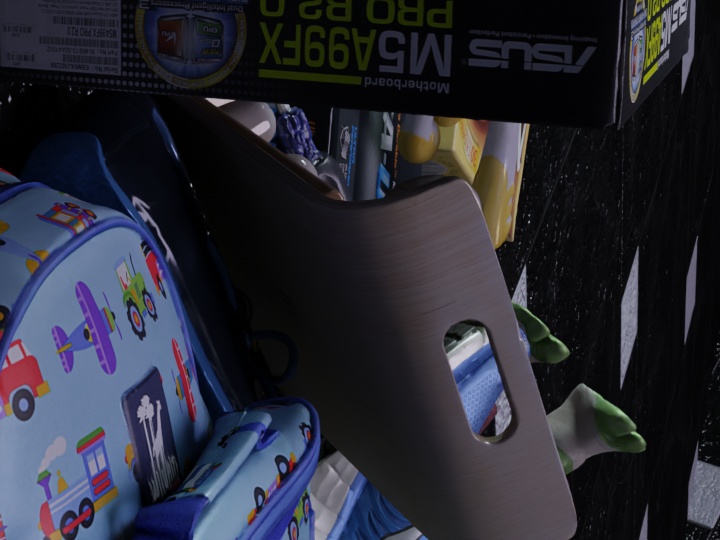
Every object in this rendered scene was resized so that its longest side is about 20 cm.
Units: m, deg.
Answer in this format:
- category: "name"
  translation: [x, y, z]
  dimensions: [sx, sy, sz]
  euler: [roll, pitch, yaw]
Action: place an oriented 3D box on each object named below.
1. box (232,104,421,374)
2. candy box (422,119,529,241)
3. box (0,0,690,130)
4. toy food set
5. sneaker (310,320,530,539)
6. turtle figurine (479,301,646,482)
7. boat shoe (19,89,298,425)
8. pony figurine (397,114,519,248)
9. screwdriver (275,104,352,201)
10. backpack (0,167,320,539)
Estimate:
- category: "box"
  translation: [-0.011, -0.053, 0.867]
  dimensions: [0.159, 0.046, 0.202]
  euler: [0, 95, -74]
- category: "candy box"
  translation: [0.055, -0.096, 1.077]
  dimensions: [0.200, 0.056, 0.118]
  euler: [42, 55, -70]
- category: "box"
  translation: [0.001, -0.088, 0.616]
  dimensions: [0.160, 0.198, 0.045]
  euler: [-40, 134, -69]
- category: "toy food set"
  translation: [0.000, 0.000, 0.672]
  dimensions: [0.200, 0.060, 0.144]
  euler: [38, -27, 56]
- category: "sneaker"
  translation: [0.006, 0.099, 0.766]
  dimensions: [0.089, 0.078, 0.200]
  euler: [47, 71, -20]
- category: "turtle figurine"
  translation: [0.040, 0.117, 0.851]
  dimensions: [0.194, 0.144, 0.200]
  euler: [-45, 167, -5]
- category: "boat shoe"
  translation: [-0.059, 0.025, 0.658]
  dimensions: [0.069, 0.083, 0.201]
  euler: [-69, 160, -46]
- category: "pony figurine"
  translation: [0.075, -0.139, 0.838]
  dimensions: [0.201, 0.165, 0.194]
  euler: [97, 15, -50]
- category: "screwdriver"
  translation: [-0.034, -0.077, 0.739]
  dimensions: [0.028, 0.029, 0.201]
  euler: [-31, 121, -20]
- category: "backpack"
  translation: [-0.088, 0.067, 0.480]
  dimensions: [0.183, 0.133, 0.202]
  euler: [-43, 133, -69]
